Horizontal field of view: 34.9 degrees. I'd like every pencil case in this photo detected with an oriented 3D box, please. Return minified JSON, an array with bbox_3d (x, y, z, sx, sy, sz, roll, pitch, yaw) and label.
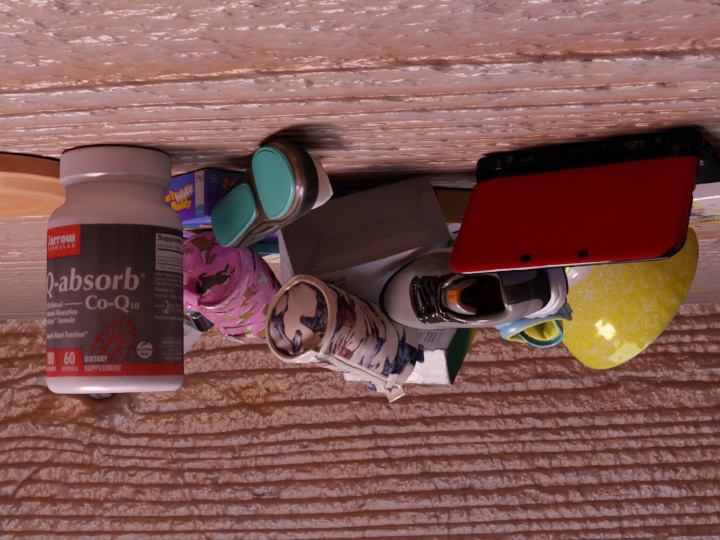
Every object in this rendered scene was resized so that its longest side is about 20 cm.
[{"bbox_3d":[-0.135,0.019,1.194,0.082,0.087,0.200,-11,164,6],"label":"pencil case"},{"bbox_3d":[-0.013,0.064,1.083,0.078,0.090,0.200,-36,153,16],"label":"pencil case"}]

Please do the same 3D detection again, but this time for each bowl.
[{"bbox_3d":[0.274,-0.001,1.304,0.107,0.201,0.200,32,162,-19],"label":"bowl"}]

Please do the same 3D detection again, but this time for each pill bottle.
[{"bbox_3d":[-0.209,0.003,0.975,0.115,0.201,0.116,-1,175,0],"label":"pill bottle"}]

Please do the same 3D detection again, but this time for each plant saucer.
[{"bbox_3d":[-0.347,-0.074,1.043,0.199,0.032,0.200,0,174,0],"label":"plant saucer"}]

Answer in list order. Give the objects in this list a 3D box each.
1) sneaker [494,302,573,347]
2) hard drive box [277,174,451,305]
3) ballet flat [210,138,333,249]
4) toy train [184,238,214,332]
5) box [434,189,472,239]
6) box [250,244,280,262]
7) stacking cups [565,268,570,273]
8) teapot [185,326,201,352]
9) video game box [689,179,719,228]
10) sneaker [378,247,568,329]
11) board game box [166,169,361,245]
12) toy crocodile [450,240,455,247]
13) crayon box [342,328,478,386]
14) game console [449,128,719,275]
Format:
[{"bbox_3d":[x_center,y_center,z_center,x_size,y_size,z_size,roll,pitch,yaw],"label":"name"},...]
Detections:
[{"bbox_3d":[0.175,0.002,1.132,0.200,0.131,0.080,-33,176,-40],"label":"sneaker"},{"bbox_3d":[0.000,0.000,1.162,0.155,0.077,0.200,-15,157,-9],"label":"hard drive box"},{"bbox_3d":[-0.069,-0.069,0.975,0.068,0.068,0.200,-15,176,-27],"label":"ballet flat"},{"bbox_3d":[-0.215,-0.001,1.266,0.114,0.085,0.200,23,160,13],"label":"toy train"},{"bbox_3d":[0.142,-0.059,1.267,0.199,0.042,0.119,-1,175,-27],"label":"box"},{"bbox_3d":[-0.107,-0.038,1.362,0.199,0.049,0.082,2,174,-30],"label":"box"},{"bbox_3d":[0.208,-0.040,1.083,0.060,0.061,0.200,-7,-162,47],"label":"stacking cups"},{"bbox_3d":[-0.267,0.021,1.466,0.146,0.198,0.200,34,156,9],"label":"teapot"},{"bbox_3d":[0.369,-0.078,1.086,0.199,0.047,0.182,-6,170,41],"label":"video game box"},{"bbox_3d":[0.084,0.017,1.014,0.079,0.074,0.200,-15,-176,-42],"label":"sneaker"},{"bbox_3d":[-0.114,-0.060,1.159,0.199,0.045,0.134,4,172,-44],"label":"board game box"},{"bbox_3d":[0.131,-0.039,1.402,0.199,0.062,0.068,4,173,-5],"label":"toy crocodile"},{"bbox_3d":[0.068,0.056,1.304,0.125,0.052,0.200,0,-151,22],"label":"crayon box"},{"bbox_3d":[0.200,-0.045,0.977,0.199,0.119,0.172,-4,168,32],"label":"game console"}]
